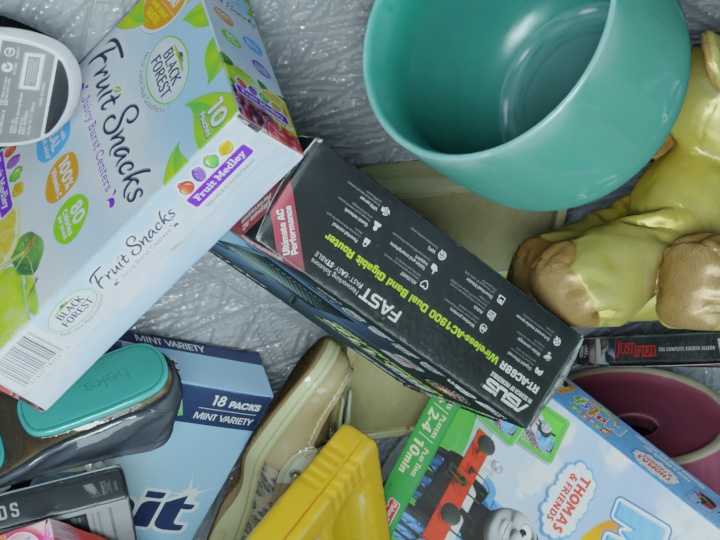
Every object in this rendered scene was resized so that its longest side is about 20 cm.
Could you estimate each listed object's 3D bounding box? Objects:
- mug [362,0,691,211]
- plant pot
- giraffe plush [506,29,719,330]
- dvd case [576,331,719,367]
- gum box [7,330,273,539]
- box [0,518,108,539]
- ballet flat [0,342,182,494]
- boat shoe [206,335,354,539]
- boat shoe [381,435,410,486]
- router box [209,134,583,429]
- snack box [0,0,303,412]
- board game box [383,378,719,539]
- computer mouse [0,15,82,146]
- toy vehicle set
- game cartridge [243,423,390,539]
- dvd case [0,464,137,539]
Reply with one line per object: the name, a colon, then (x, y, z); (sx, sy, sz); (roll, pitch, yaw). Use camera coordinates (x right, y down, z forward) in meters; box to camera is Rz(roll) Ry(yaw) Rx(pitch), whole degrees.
mug: (0.105, -0.118, 1.202); (0.185, 0.152, 0.114); (-42, 142, 15)
plant pot: (0.169, 0.167, 1.472); (0.200, 0.200, 0.179); (-7, 116, -15)
giraffe plush: (0.184, -0.051, 1.292); (0.200, 0.173, 0.162); (1, 91, -9)
dvd case: (0.240, 0.049, 1.399); (0.146, 0.200, 0.022); (2, 86, -21)
gum box: (-0.170, 0.121, 1.390); (0.170, 0.045, 0.200); (12, 124, -28)
box: (-0.173, 0.211, 1.311); (0.103, 0.095, 0.200); (-18, 162, 9)
ballet flat: (-0.193, 0.097, 1.286); (0.200, 0.073, 0.073); (-16, 134, -11)
boat shoe: (-0.037, 0.117, 1.403); (0.063, 0.073, 0.200); (29, 136, 4)
boat shoe: (0.023, 0.177, 1.501); (0.076, 0.060, 0.200); (11, 125, -28)
router box: (0.000, 0.000, 1.240); (0.200, 0.150, 0.062); (36, 82, -26)
snack box: (-0.126, -0.045, 1.188); (0.200, 0.142, 0.053); (-43, 130, 20)
board game box: (0.113, 0.148, 1.376); (0.037, 0.200, 0.151); (-18, 140, -55)
computer mouse: (-0.241, -0.104, 1.165); (0.200, 0.044, 0.110); (6, 124, -18)
toy vehicle set: (0.050, 0.018, 1.391); (0.124, 0.027, 0.200); (-5, 132, -17)
game cartridge: (-0.052, 0.204, 1.343); (0.200, 0.032, 0.176); (-49, 157, -20)
dvd case: (-0.227, 0.162, 1.315); (0.200, 0.025, 0.150); (-14, 161, -8)
